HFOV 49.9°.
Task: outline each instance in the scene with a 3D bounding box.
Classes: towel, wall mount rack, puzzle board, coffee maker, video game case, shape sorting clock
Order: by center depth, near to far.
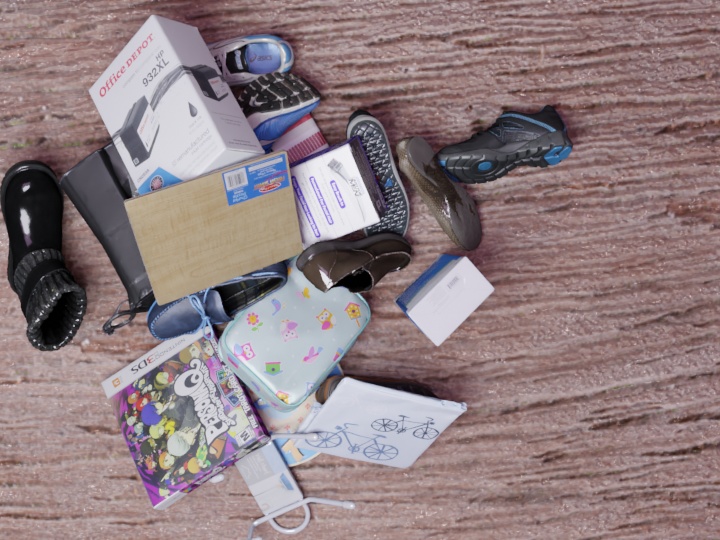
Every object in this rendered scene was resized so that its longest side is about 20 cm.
[{"bbox_3d":[-0.171,-0.053,0.940,0.197,0.017,0.153,-21,130,-17],"label":"puzzle board"},{"bbox_3d":[-0.312,-0.056,1.040,0.191,0.135,0.201,-33,85,-20],"label":"coffee maker"},{"bbox_3d":[-0.244,0.193,1.074,0.180,0.036,0.202,-32,68,1],"label":"video game case"},{"bbox_3d":[-0.108,0.296,1.087,0.172,0.075,0.202,-25,106,8],"label":"wall mount rack"},{"bbox_3d":[-0.108,-0.145,1.117,0.143,0.023,0.202,-31,94,-2],"label":"towel"},{"bbox_3d":[-0.116,0.186,1.121,0.196,0.039,0.204,0,92,-3],"label":"shape sorting clock"}]

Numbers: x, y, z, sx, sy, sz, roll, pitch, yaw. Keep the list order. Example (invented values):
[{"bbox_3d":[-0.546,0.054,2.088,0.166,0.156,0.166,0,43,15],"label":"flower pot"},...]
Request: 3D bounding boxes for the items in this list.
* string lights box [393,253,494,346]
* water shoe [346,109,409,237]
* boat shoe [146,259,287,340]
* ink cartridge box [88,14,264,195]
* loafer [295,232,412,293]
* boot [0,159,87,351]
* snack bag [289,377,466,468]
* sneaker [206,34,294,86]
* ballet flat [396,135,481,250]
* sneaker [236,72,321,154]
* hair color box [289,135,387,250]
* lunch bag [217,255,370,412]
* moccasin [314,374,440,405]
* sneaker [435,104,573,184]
[{"bbox_3d":[0.106,0.033,1.047,0.103,0.200,0.059,-44,93,0],"label":"string lights box"},{"bbox_3d":[0.026,-0.130,1.103,0.070,0.079,0.203,-10,118,0],"label":"water shoe"},{"bbox_3d":[-0.187,0.033,1.006,0.198,0.069,0.085,-34,133,-1],"label":"boat shoe"},{"bbox_3d":[-0.231,-0.185,0.961,0.144,0.083,0.202,-37,75,26],"label":"ink cartridge box"},{"bbox_3d":[0.000,0.000,1.061,0.198,0.073,0.072,-9,63,-41],"label":"loafer"},{"bbox_3d":[-0.412,-0.019,1.009,0.078,0.158,0.214,-9,124,-30],"label":"boot"},{"bbox_3d":[0.020,0.208,1.055,0.186,0.201,0.022,15,48,-16],"label":"snack bag"},{"bbox_3d":[-0.190,-0.289,1.081,0.196,0.072,0.073,-13,95,-1],"label":"sneaker"},{"bbox_3d":[0.110,-0.107,1.102,0.200,0.046,0.068,50,56,-27],"label":"ballet flat"},{"bbox_3d":[-0.142,-0.201,1.068,0.198,0.090,0.079,-31,61,-18],"label":"sneaker"},{"bbox_3d":[-0.075,-0.091,1.047,0.197,0.065,0.111,-19,105,20],"label":"hair color box"},{"bbox_3d":[-0.092,0.079,1.073,0.160,0.077,0.200,40,65,3],"label":"lunch bag"},{"bbox_3d":[0.031,0.196,1.115,0.198,0.078,0.075,8,76,-20],"label":"moccasin"},{"bbox_3d":[0.201,-0.182,1.120,0.196,0.073,0.083,-10,66,0],"label":"sneaker"}]
